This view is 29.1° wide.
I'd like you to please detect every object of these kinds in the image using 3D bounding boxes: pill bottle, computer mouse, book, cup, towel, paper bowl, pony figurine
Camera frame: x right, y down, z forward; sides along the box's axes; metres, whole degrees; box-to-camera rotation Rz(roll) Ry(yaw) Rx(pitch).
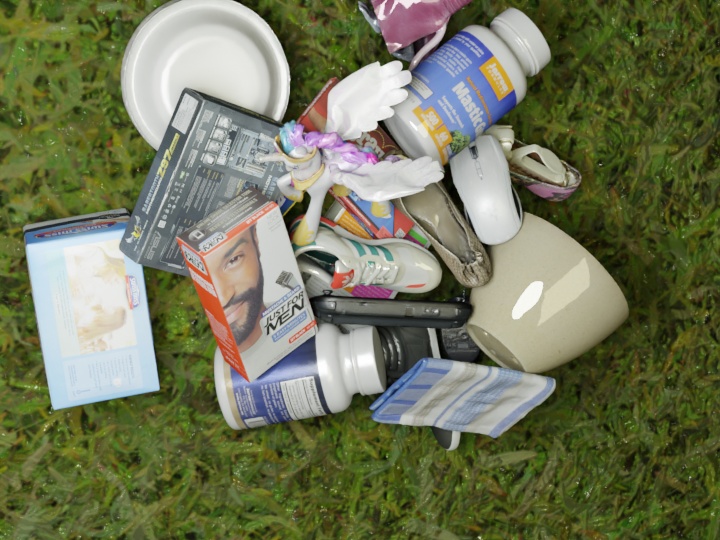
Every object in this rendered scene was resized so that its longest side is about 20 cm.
[{"bbox_3d":[0.127,-0.219,1.649,0.199,0.112,0.113,-39,108,-8],"label":"pill bottle"},{"bbox_3d":[0.134,0.024,1.813,0.058,0.034,0.203,2,96,3],"label":"computer mouse"},{"bbox_3d":[-0.004,-0.009,1.761,0.133,0.048,0.201,35,93,-20],"label":"book"},{"bbox_3d":[-0.072,0.125,1.707,0.197,0.111,0.113,-11,105,8],"label":"pill bottle"},{"bbox_3d":[0.214,0.048,1.732,0.200,0.200,0.144,46,77,-18],"label":"cup"},{"bbox_3d":[0.146,-0.131,1.700,0.108,0.044,0.202,-20,71,8],"label":"computer mouse"},{"bbox_3d":[0.127,0.159,1.708,0.198,0.024,0.147,11,143,-28],"label":"towel"},{"bbox_3d":[-0.181,-0.222,1.640,0.198,0.104,0.204,-3,104,-13],"label":"paper bowl"},{"bbox_3d":[-0.014,-0.119,1.563,0.191,0.201,0.168,-19,66,-4],"label":"pony figurine"}]

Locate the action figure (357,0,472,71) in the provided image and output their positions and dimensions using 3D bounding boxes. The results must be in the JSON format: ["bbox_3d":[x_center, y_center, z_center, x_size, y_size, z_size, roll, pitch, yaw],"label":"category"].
[{"bbox_3d":[0.103,-0.331,1.656,0.198,0.134,0.150,-28,77,17],"label":"action figure"}]

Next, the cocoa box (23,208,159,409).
[{"bbox_3d":[-0.318,0.043,1.645,0.131,0.131,0.203,-9,104,-12],"label":"cocoa box"}]

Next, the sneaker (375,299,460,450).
[{"bbox_3d":[0.061,0.149,1.787,0.098,0.070,0.203,-21,100,-25],"label":"sneaker"}]

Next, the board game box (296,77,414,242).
[{"bbox_3d":[0.002,-0.126,1.694,0.200,0.019,0.103,46,69,-23],"label":"board game box"}]

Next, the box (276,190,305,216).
[{"bbox_3d":[-0.137,-0.075,1.698,0.064,0.070,0.200,43,89,-19],"label":"box"}]

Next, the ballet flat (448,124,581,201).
[{"bbox_3d":[0.196,-0.146,1.765,0.198,0.071,0.070,21,62,-18],"label":"ballet flat"}]

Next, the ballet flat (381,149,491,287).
[{"bbox_3d":[0.091,-0.064,1.677,0.067,0.046,0.201,-35,87,-5],"label":"ballet flat"}]

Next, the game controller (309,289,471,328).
[{"bbox_3d":[0.035,0.046,1.706,0.197,0.104,0.043,4,94,-9],"label":"game controller"}]

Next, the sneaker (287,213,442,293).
[{"bbox_3d":[0.000,0.000,1.670,0.197,0.094,0.071,18,125,-2],"label":"sneaker"}]

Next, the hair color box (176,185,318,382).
[{"bbox_3d":[-0.127,0.018,1.605,0.110,0.064,0.202,-36,133,-21],"label":"hair color box"}]

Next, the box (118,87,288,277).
[{"bbox_3d":[-0.169,-0.090,1.585,0.157,0.051,0.202,15,103,-44],"label":"box"}]
